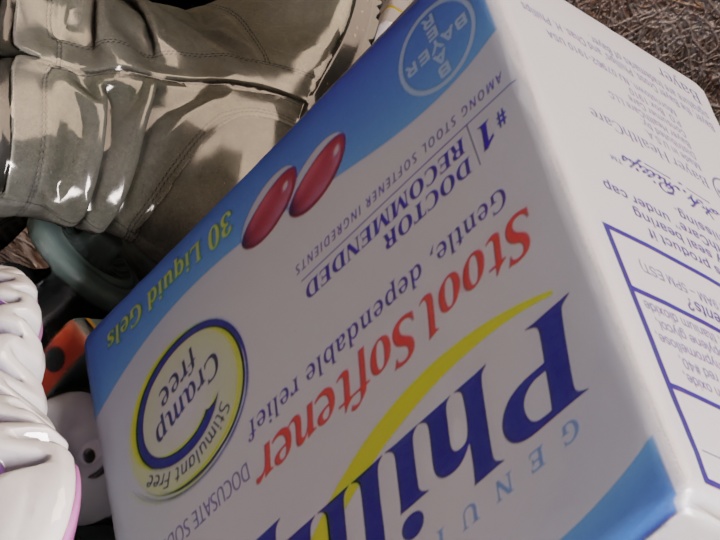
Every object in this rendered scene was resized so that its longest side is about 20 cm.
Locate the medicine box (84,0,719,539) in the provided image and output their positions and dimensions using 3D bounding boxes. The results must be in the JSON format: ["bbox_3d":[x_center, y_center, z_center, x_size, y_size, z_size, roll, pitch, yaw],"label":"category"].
[{"bbox_3d":[0.028,0.051,0.633,0.103,0.182,0.201,27,32,-36],"label":"medicine box"}]

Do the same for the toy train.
[{"bbox_3d":[-0.065,0.045,0.799,0.114,0.085,0.200,49,16,21],"label":"toy train"}]

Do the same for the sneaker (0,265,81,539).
[{"bbox_3d":[-0.131,0.045,0.623,0.088,0.081,0.200,10,15,-16],"label":"sneaker"}]

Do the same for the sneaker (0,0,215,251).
[{"bbox_3d":[-0.112,-0.064,0.841,0.090,0.200,0.067,-18,-66,49],"label":"sneaker"}]

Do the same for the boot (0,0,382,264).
[{"bbox_3d":[-0.065,-0.079,0.778,0.130,0.068,0.201,24,43,-19],"label":"boot"}]

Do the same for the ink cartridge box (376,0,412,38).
[{"bbox_3d":[0.035,-0.056,1.329,0.147,0.145,0.200,35,12,-4],"label":"ink cartridge box"}]
